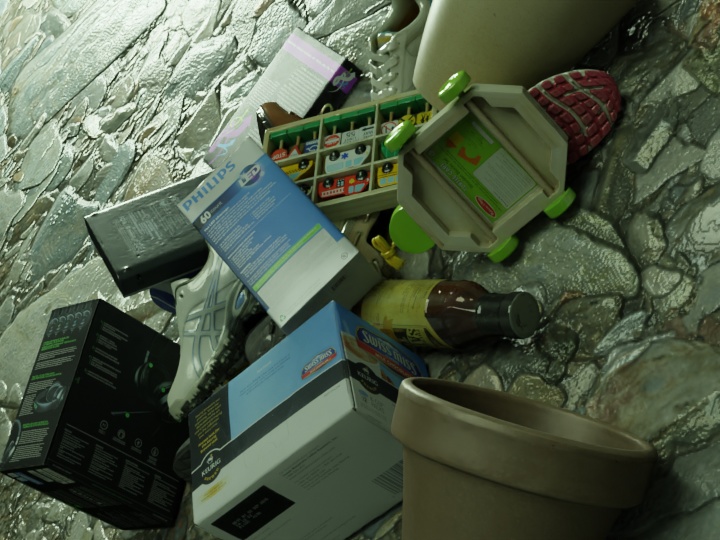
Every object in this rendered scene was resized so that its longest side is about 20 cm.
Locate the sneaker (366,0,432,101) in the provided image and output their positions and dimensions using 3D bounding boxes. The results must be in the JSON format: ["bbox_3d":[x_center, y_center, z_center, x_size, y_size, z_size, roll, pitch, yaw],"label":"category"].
[{"bbox_3d":[0.038,-0.207,1.563,0.076,0.080,0.202,1,68,48],"label":"sneaker"}]

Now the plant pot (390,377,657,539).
[{"bbox_3d":[0.107,0.190,1.114,0.200,0.199,0.176,18,96,53],"label":"plant pot"}]

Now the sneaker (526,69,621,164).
[{"bbox_3d":[0.150,-0.126,1.378,0.199,0.081,0.075,-32,15,20],"label":"sneaker"}]

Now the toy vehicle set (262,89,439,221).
[{"bbox_3d":[-0.010,-0.110,1.491,0.198,0.027,0.125,-13,51,21],"label":"toy vehicle set"}]

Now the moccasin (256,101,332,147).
[{"bbox_3d":[-0.051,-0.133,1.603,0.077,0.074,0.201,-25,33,-20],"label":"moccasin"}]

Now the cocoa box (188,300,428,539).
[{"bbox_3d":[-0.043,0.152,1.335,0.200,0.133,0.132,-38,39,24],"label":"cocoa box"}]

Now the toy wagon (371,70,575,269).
[{"bbox_3d":[0.092,-0.079,1.345,0.200,0.155,0.040,-40,12,22],"label":"toy wagon"}]

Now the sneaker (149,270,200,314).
[{"bbox_3d":[-0.205,-0.007,1.682,0.115,0.080,0.200,-40,22,32],"label":"sneaker"}]

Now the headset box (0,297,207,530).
[{"bbox_3d":[-0.261,0.147,1.560,0.092,0.174,0.202,-12,55,43],"label":"headset box"}]

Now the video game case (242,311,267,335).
[{"bbox_3d":[-0.104,-0.006,1.614,0.200,0.019,0.143,-48,29,14],"label":"video game case"}]

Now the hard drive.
[{"bbox_3d":[-0.185,-0.051,1.596,0.198,0.033,0.140,-22,37,-15],"label":"hard drive"}]

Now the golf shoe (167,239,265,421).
[{"bbox_3d":[-0.162,0.054,1.533,0.201,0.097,0.078,-61,-8,4],"label":"golf shoe"}]

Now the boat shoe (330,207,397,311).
[{"bbox_3d":[0.000,0.000,1.456,0.064,0.072,0.201,-9,46,22],"label":"boat shoe"}]

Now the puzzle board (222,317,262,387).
[{"bbox_3d":[-0.074,0.081,1.528,0.199,0.017,0.152,-34,42,28],"label":"puzzle board"}]

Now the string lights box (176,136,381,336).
[{"bbox_3d":[-0.081,-0.029,1.419,0.103,0.059,0.200,-43,53,0],"label":"string lights box"}]

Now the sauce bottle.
[{"bbox_3d":[0.075,0.039,1.342,0.199,0.066,0.067,-1,62,51],"label":"sauce bottle"}]

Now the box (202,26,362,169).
[{"bbox_3d":[-0.094,-0.179,1.737,0.201,0.036,0.143,-53,36,3],"label":"box"}]

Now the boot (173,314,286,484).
[{"bbox_3d":[-0.106,0.120,1.479,0.199,0.070,0.132,-36,33,16],"label":"boot"}]

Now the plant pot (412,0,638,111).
[{"bbox_3d":[0.141,-0.238,1.409,0.201,0.186,0.188,-56,33,23],"label":"plant pot"}]
